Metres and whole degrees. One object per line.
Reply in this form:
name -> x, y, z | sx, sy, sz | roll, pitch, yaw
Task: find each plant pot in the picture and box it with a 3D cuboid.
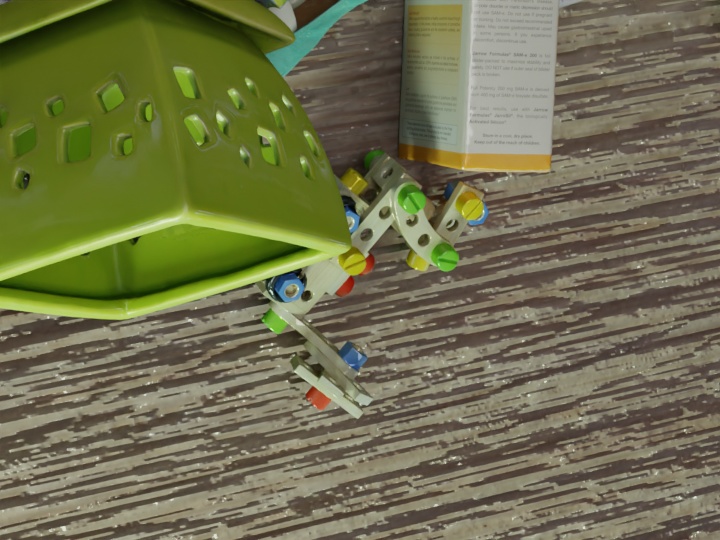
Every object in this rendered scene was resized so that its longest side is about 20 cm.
plant pot -> -0.144, -0.083, 1.207 | 0.199, 0.199, 0.182 | 12, 66, -60

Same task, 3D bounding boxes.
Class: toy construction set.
toy construction set -> 0.000, 0.000, 1.374 | 0.131, 0.092, 0.200 | 35, 84, -38

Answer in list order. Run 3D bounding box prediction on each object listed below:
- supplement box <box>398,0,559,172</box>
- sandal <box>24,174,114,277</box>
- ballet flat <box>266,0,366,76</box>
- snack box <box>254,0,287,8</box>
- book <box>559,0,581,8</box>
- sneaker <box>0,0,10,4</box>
supplement box -> 0.085, -0.174, 1.360 | 0.073, 0.126, 0.201 | 0, 98, -20
sandal -> -0.240, -0.052, 1.288 | 0.082, 0.055, 0.200 | -36, 108, -13
ballet flat -> -0.042, -0.195, 1.331 | 0.200, 0.067, 0.070 | -38, 152, -10
snack box -> -0.075, -0.297, 1.239 | 0.200, 0.068, 0.169 | 44, 82, -18
book -> 0.203, -0.287, 1.436 | 0.199, 0.048, 0.134 | -20, 103, -20
sneaker -> -0.261, -0.197, 1.253 | 0.199, 0.081, 0.084 | 4, 83, -25
